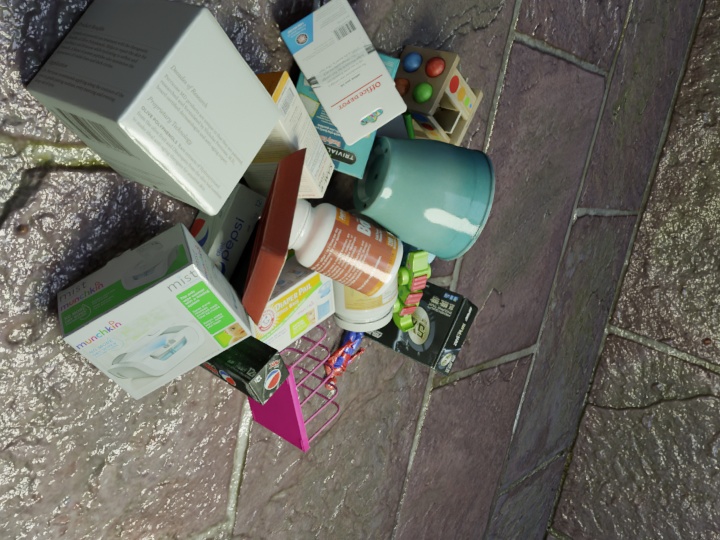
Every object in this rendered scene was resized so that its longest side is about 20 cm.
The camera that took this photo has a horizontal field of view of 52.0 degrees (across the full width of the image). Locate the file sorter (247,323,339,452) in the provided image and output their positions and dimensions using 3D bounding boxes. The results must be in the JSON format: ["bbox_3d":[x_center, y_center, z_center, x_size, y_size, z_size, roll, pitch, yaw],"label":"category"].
[{"bbox_3d":[-0.125,0.196,1.352,0.125,0.138,0.202,-39,136,-36],"label":"file sorter"}]

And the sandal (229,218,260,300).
[{"bbox_3d":[-0.175,0.003,1.188,0.048,0.075,0.202,36,54,-26],"label":"sandal"}]

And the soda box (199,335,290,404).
[{"bbox_3d":[-0.207,0.129,1.153,0.071,0.199,0.064,-47,141,-26],"label":"soda box"}]

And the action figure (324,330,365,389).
[{"bbox_3d":[-0.022,0.160,1.552,0.201,0.051,0.065,-60,148,-7],"label":"action figure"}]

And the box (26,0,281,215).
[{"bbox_3d":[-0.250,-0.210,0.919,0.172,0.198,0.200,-59,145,-13],"label":"box"}]

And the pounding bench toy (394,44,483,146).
[{"bbox_3d":[0.119,-0.307,1.425,0.156,0.124,0.202,33,81,-54],"label":"pounding bench toy"}]

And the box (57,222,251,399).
[{"bbox_3d":[-0.285,0.059,1.036,0.199,0.097,0.177,-29,138,0],"label":"box"}]

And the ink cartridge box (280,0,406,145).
[{"bbox_3d":[-0.024,-0.308,1.156,0.115,0.201,0.068,-30,-176,4],"label":"ink cartridge box"}]

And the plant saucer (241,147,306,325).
[{"bbox_3d":[-0.131,-0.051,1.084,0.200,0.036,0.201,122,-21,-53],"label":"plant saucer"}]

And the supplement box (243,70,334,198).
[{"bbox_3d":[-0.137,-0.201,1.127,0.201,0.125,0.074,62,38,-48],"label":"supplement box"}]

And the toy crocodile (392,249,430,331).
[{"bbox_3d":[0.100,0.039,1.476,0.067,0.062,0.201,-10,136,-29],"label":"toy crocodile"}]

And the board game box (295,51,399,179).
[{"bbox_3d":[-0.037,-0.271,1.218,0.047,0.150,0.202,-78,-174,-84],"label":"board game box"}]

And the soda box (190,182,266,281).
[{"bbox_3d":[-0.227,-0.041,1.155,0.068,0.063,0.202,28,85,-54],"label":"soda box"}]

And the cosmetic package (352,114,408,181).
[{"bbox_3d":[0.025,-0.240,1.353,0.090,0.106,0.201,-51,140,-23],"label":"cosmetic package"}]

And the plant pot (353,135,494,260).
[{"bbox_3d":[0.097,-0.140,1.266,0.186,0.200,0.202,16,95,-24],"label":"plant pot"}]

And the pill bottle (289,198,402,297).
[{"bbox_3d":[-0.037,-0.043,1.234,0.199,0.112,0.113,26,87,-19],"label":"pill bottle"}]

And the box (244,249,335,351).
[{"bbox_3d":[-0.148,0.057,1.279,0.199,0.101,0.113,-35,134,-38],"label":"box"}]

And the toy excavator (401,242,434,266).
[{"bbox_3d":[0.128,-0.075,1.498,0.099,0.198,0.197,8,87,-54],"label":"toy excavator"}]

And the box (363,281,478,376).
[{"bbox_3d":[0.125,0.108,1.586,0.086,0.199,0.165,34,81,-56],"label":"box"}]

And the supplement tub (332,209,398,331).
[{"bbox_3d":[0.000,0.000,1.411,0.144,0.144,0.202,-32,132,-40],"label":"supplement tub"}]
